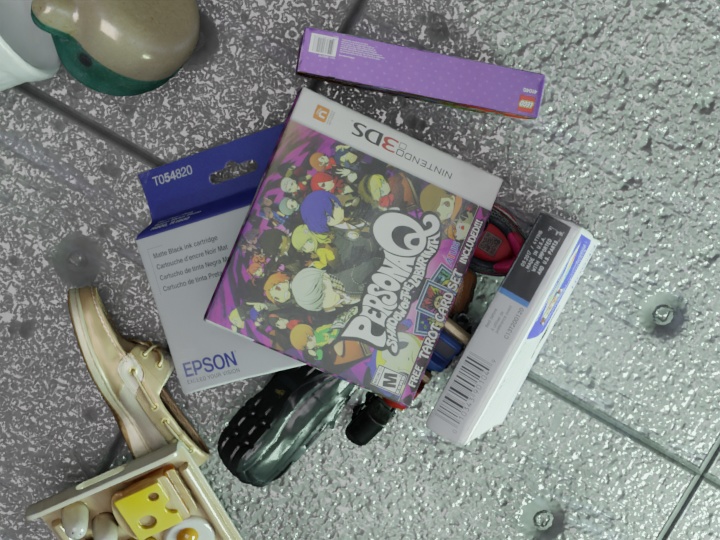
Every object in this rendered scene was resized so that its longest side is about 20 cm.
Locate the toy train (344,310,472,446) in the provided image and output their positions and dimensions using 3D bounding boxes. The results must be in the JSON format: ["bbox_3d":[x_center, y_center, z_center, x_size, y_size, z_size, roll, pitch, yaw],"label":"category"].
[{"bbox_3d":[0.038,0.097,1.117,0.034,0.046,0.200,37,135,-1],"label":"toy train"}]

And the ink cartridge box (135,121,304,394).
[{"bbox_3d":[-0.095,-0.011,1.102,0.198,0.041,0.202,-16,93,27],"label":"ink cartridge box"}]

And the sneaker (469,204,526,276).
[{"bbox_3d":[0.061,-0.057,1.136,0.198,0.075,0.081,22,97,-6],"label":"sneaker"}]

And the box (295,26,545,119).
[{"bbox_3d":[0.045,-0.164,1.087,0.198,0.137,0.040,11,97,-4],"label":"box"}]

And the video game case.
[{"bbox_3d":[-0.005,-0.018,1.028,0.180,0.036,0.202,24,88,-9],"label":"video game case"}]

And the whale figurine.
[{"bbox_3d":[-0.229,-0.231,1.073,0.200,0.159,0.104,45,131,-8],"label":"whale figurine"}]

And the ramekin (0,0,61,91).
[{"bbox_3d":[-0.330,-0.228,1.030,0.097,0.201,0.202,-23,99,9],"label":"ramekin"}]

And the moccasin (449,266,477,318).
[{"bbox_3d":[0.000,0.000,1.127,0.200,0.074,0.078,24,81,4],"label":"moccasin"}]

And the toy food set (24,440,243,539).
[{"bbox_3d":[-0.186,0.251,1.146,0.142,0.061,0.201,-24,125,1],"label":"toy food set"}]

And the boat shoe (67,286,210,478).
[{"bbox_3d":[-0.195,0.096,1.149,0.069,0.074,0.201,-24,108,-2],"label":"boat shoe"}]

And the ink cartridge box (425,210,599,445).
[{"bbox_3d":[0.135,0.048,1.105,0.043,0.200,0.199,29,95,14],"label":"ink cartridge box"}]

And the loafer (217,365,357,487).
[{"bbox_3d":[-0.044,0.111,1.166,0.201,0.068,0.070,-47,137,-5],"label":"loafer"}]
